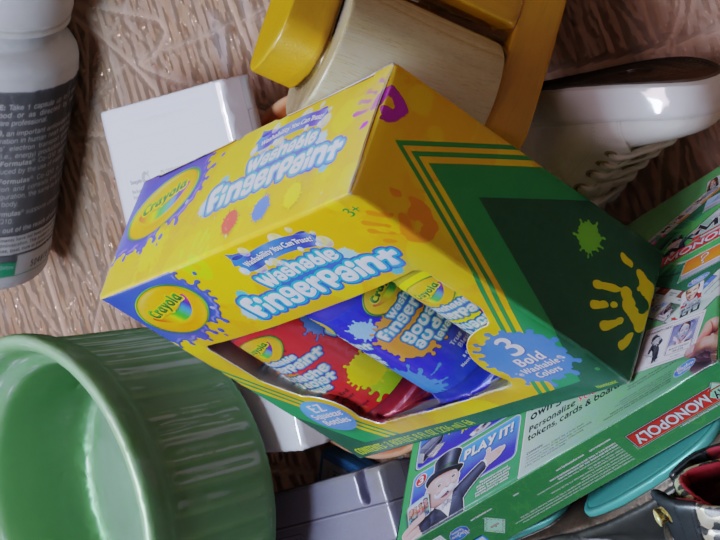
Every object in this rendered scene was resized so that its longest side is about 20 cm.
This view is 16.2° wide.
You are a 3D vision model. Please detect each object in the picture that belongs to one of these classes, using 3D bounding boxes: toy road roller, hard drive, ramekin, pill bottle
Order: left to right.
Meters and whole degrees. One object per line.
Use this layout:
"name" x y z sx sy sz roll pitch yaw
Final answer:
"pill bottle" -0.231 -0.098 1.529 0.113 0.113 0.200 35 124 37
"ramekin" -0.135 0.126 1.383 0.200 0.098 0.200 15 110 47
"hard drive" -0.081 0.001 1.397 0.132 0.026 0.200 -8 96 55
"toy road roller" 0.017 -0.128 1.202 0.146 0.123 0.200 -42 28 59

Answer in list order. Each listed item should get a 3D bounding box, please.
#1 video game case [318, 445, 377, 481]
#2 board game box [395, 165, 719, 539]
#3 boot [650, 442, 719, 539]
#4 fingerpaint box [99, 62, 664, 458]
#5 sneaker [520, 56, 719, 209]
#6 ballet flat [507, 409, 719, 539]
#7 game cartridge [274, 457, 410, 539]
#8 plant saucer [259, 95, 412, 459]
"video game case" 0.043 0.196 1.373 0.200 0.018 0.143 26 118 42
"board game box" 0.101 0.047 1.167 0.029 0.135 0.200 39 128 -23
"boot" 0.144 0.148 1.099 0.203 0.074 0.154 -6 119 29
"fingerpaint box" 0.006 0.004 1.151 0.200 0.167 0.073 -20 44 50
"sneaker" 0.111 -0.052 1.198 0.200 0.073 0.085 -7 98 60
"ballet flat" 0.118 0.116 1.166 0.068 0.068 0.200 46 135 -15
"game cartridge" -0.022 0.183 1.406 0.200 0.038 0.130 -20 89 50
"plant saucer" 0.000 0.000 1.347 0.200 0.032 0.201 26 124 48
